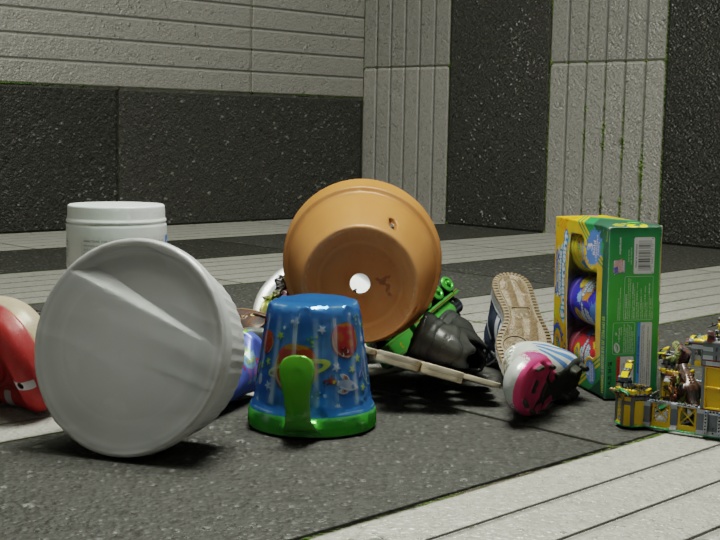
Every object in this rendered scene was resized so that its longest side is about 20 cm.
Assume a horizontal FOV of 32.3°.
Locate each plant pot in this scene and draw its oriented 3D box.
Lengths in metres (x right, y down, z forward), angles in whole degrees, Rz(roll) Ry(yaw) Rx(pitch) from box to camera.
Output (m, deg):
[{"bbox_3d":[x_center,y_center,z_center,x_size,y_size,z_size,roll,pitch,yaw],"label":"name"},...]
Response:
[{"bbox_3d":[0.000,0.000,1.481,0.198,0.202,0.140,1,12,2],"label":"plant pot"}]

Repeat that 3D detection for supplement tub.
[{"bbox_3d":[-0.315,0.014,1.613,0.130,0.202,0.132,1,7,0],"label":"supplement tub"}]

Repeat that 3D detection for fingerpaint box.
[{"bbox_3d":[0.294,0.039,1.507,0.073,0.202,0.167,-1,7,-12],"label":"fingerpaint box"}]

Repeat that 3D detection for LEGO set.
[{"bbox_3d":[0.360,0.102,1.335,0.153,0.117,0.199,7,9,42],"label":"LEGO set"}]

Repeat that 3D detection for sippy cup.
[{"bbox_3d":[-0.049,0.093,1.287,0.138,0.132,0.177,-2,7,-28],"label":"sippy cup"}]

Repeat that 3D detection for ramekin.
[{"bbox_3d":[-0.201,0.074,1.186,0.200,0.205,0.094,3,-5,18],"label":"ramekin"}]

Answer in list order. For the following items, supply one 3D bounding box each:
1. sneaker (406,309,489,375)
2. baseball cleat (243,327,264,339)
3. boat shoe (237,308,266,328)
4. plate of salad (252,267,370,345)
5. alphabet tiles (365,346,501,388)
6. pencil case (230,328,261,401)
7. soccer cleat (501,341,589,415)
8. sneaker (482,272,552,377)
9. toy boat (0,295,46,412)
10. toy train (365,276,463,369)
[{"bbox_3d":[0.122,0.100,1.576,0.090,0.077,0.200,25,9,15],"label":"sneaker"},{"bbox_3d":[-0.151,0.096,1.511,0.198,0.071,0.106,3,7,10],"label":"baseball cleat"},{"bbox_3d":[-0.125,0.087,1.581,0.198,0.071,0.070,3,3,14],"label":"boat shoe"},{"bbox_3d":[-0.048,0.043,1.672,0.198,0.048,0.201,-3,46,3],"label":"plate of salad"},{"bbox_3d":[0.062,0.111,1.442,0.194,0.015,0.200,16,-4,-1],"label":"alphabet tiles"},{"bbox_3d":[-0.172,0.108,1.338,0.077,0.088,0.200,-20,-2,22],"label":"pencil case"},{"bbox_3d":[0.184,0.116,1.382,0.086,0.071,0.199,23,8,27],"label":"soccer cleat"},{"bbox_3d":[0.194,0.104,1.570,0.069,0.109,0.201,3,37,-3],"label":"sneaker"},{"bbox_3d":[-0.410,0.104,1.306,0.198,0.131,0.131,4,37,28],"label":"toy boat"},{"bbox_3d":[0.077,0.069,1.645,0.042,0.057,0.200,-41,-4,42],"label":"toy train"}]
